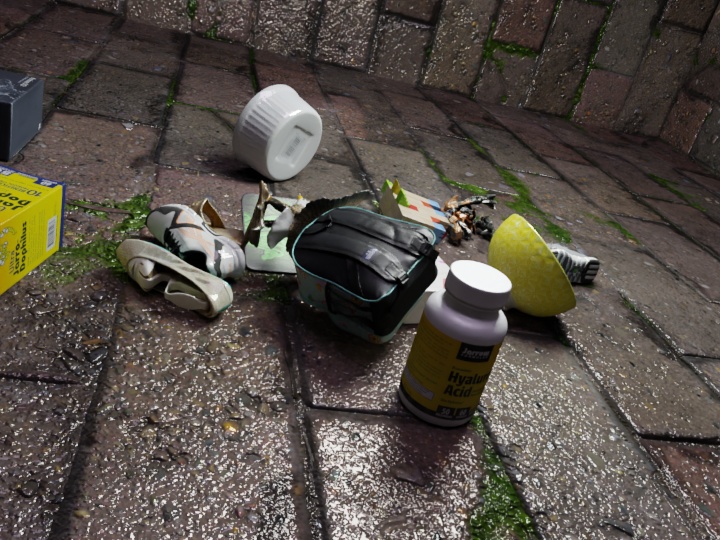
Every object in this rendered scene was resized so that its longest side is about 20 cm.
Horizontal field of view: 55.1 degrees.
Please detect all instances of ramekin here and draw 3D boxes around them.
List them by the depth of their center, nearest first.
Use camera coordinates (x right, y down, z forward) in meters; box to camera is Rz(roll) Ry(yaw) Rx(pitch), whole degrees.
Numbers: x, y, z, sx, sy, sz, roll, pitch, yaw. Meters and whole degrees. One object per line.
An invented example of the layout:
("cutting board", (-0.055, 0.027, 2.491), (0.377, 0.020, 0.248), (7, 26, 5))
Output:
("ramekin", (-0.177, -0.296, 1.521), (0.097, 0.202, 0.200), (37, 32, 24))

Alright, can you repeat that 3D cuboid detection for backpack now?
("backpack", (0.000, 0.000, 1.040), (0.199, 0.154, 0.176), (26, 56, 23))

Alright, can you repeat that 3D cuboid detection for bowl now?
("bowl", (0.284, 0.010, 1.240), (0.107, 0.201, 0.200), (-32, 34, 1))

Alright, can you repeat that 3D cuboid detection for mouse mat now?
("mouse mat", (-0.110, -0.062, 1.216), (0.198, 0.008, 0.162), (4, 57, -21))

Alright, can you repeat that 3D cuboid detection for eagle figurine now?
("eagle figurine", (-0.081, -0.077, 1.132), (0.198, 0.152, 0.152), (15, 67, -16))

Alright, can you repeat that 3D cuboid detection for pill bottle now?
("pill bottle", (0.126, 0.093, 0.902), (0.110, 0.201, 0.112), (12, 26, -6))

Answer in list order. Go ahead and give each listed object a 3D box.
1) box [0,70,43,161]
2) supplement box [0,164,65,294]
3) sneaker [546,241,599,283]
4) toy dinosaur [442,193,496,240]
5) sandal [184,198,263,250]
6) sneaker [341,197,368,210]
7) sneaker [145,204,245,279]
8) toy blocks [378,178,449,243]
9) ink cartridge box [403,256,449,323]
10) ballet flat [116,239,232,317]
("box", (-0.738, -0.312, 1.317), (0.198, 0.118, 0.197), (11, 26, -13))
("supplement box", (-0.504, -0.055, 0.943), (0.108, 0.110, 0.200), (15, 26, -1))
("sneaker", (0.403, -0.022, 1.455), (0.199, 0.076, 0.115), (9, 20, -37))
("toy dinosaur", (0.230, -0.129, 1.541), (0.134, 0.103, 0.201), (-3, 49, 0))
("sandal", (-0.262, -0.090, 1.198), (0.210, 0.070, 0.078), (18, 25, 4))
("sneaker", (-0.034, -0.097, 1.335), (0.083, 0.077, 0.200), (21, 27, 19))
("sneaker", (-0.278, -0.046, 1.098), (0.199, 0.074, 0.080), (28, 30, 25))
("toy blocks", (0.121, -0.107, 1.443), (0.136, 0.100, 0.200), (18, 26, -20))
("ink cartridge box", (0.088, 0.009, 1.203), (0.116, 0.068, 0.200), (2, 31, -28))
("ballet flat", (-0.280, 0.011, 0.997), (0.198, 0.068, 0.062), (21, 36, 10))
